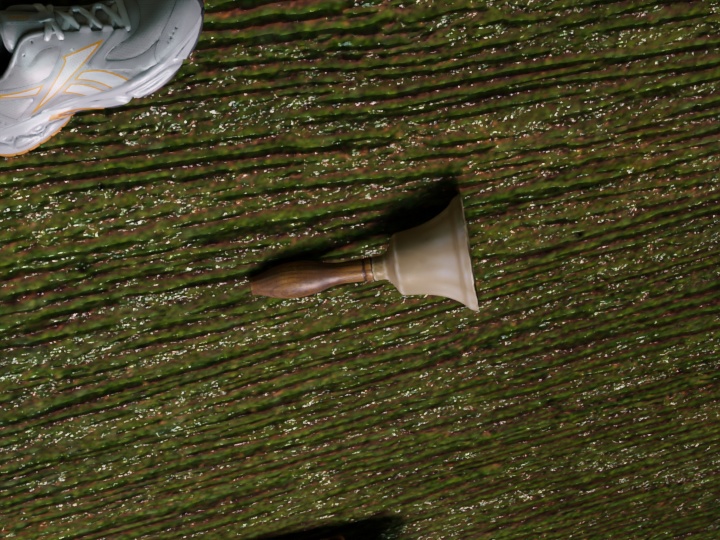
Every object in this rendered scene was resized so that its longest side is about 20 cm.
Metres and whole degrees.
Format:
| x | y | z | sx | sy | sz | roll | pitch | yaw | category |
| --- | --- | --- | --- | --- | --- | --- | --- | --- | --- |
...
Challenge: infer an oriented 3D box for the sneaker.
| x | y | z | sx | sy | sz | roll | pitch | yaw | category |
| --- | --- | --- | --- | --- | --- | --- | --- | --- | --- |
| -0.207 | -0.160 | 1.191 | 0.199 | 0.076 | 0.092 | -29 | 136 | 8 | sneaker |

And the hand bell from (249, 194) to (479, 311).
| x | y | z | sx | sy | sz | roll | pitch | yaw | category |
| --- | --- | --- | --- | --- | --- | --- | --- | --- | --- |
| 0.000 | 0.000 | 1.484 | 0.198 | 0.105 | 0.104 | -9 | 141 | 4 | hand bell |

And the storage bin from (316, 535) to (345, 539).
| x | y | z | sx | sy | sz | roll | pitch | yaw | category |
| --- | --- | --- | --- | --- | --- | --- | --- | --- | --- |
| -0.040 | 0.375 | 1.864 | 0.199 | 0.147 | 0.134 | -8 | 167 | -16 | storage bin |
